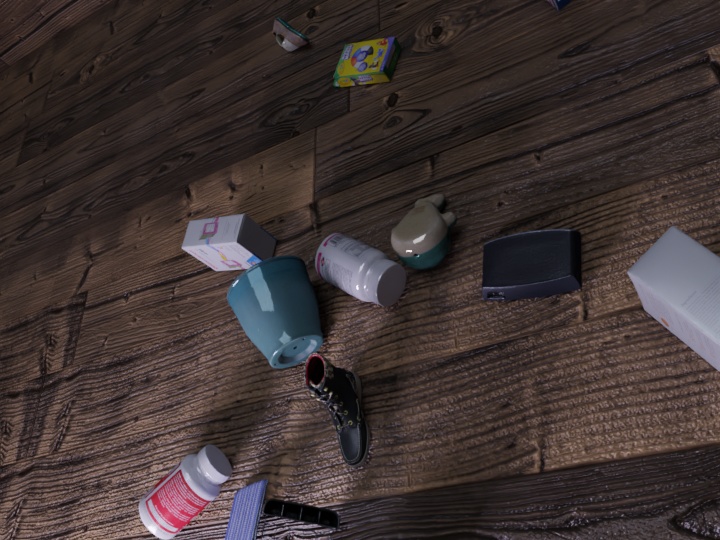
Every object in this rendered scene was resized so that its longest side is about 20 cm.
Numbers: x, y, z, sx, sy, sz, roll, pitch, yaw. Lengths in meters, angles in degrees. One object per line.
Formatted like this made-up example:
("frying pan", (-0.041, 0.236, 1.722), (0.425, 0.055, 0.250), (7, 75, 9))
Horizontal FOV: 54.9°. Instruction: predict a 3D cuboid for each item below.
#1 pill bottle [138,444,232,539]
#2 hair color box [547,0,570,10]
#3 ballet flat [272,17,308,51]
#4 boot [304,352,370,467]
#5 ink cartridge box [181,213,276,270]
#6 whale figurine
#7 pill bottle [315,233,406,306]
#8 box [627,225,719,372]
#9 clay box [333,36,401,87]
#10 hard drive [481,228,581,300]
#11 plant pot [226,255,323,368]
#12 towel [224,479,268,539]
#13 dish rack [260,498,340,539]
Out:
("pill bottle", (-0.380, 0.480, 1.517), (0.199, 0.112, 0.113), (-42, 48, 6))
("hair color box", (0.430, -0.719, 1.657), (0.060, 0.100, 0.202), (-36, 49, 12))
("ballet flat", (-0.220, -0.718, 2.142), (0.068, 0.067, 0.200), (-59, 40, 17))
("boot", (-0.050, 0.275, 1.379), (0.072, 0.154, 0.208), (-22, 53, 21))
("ink cartridge box", (-0.338, -0.068, 1.783), (0.196, 0.144, 0.087), (-2, 63, 33))
("whale figurine", (0.143, -0.084, 1.508), (0.156, 0.105, 0.202), (-15, 32, 26))
("pill bottle", (0.000, 0.000, 1.530), (0.198, 0.113, 0.115), (26, 80, 41))
("box", (0.544, 0.054, 1.095), (0.106, 0.152, 0.201), (-44, 49, 5))
("clay box", (0.007, -0.569, 1.899), (0.196, 0.048, 0.117), (4, 66, 35))
("hard drive", (0.330, -0.015, 1.357), (0.196, 0.042, 0.138), (-9, 59, 31))
("plant pot", (-0.175, 0.104, 1.553), (0.198, 0.199, 0.190), (-35, 65, 12))
("towel", (-0.232, 0.507, 1.395), (0.200, 0.023, 0.148), (-41, 35, 56))
("dish rack", (-0.127, 0.544, 1.292), (0.149, 0.055, 0.205), (13, 65, -9))
